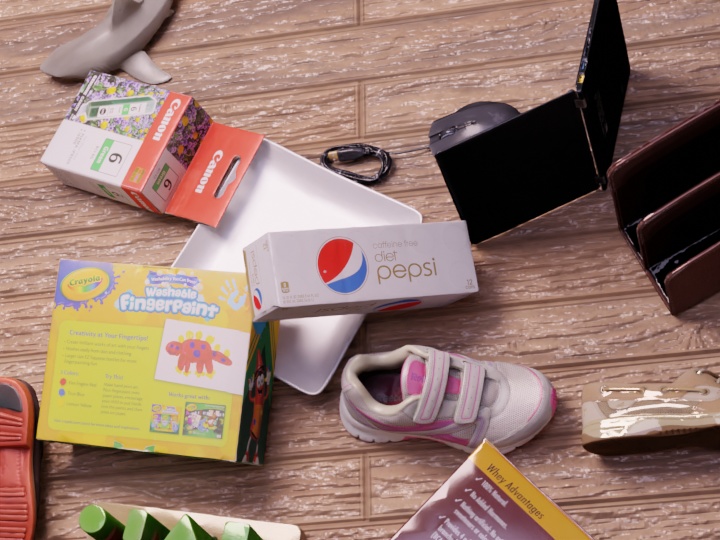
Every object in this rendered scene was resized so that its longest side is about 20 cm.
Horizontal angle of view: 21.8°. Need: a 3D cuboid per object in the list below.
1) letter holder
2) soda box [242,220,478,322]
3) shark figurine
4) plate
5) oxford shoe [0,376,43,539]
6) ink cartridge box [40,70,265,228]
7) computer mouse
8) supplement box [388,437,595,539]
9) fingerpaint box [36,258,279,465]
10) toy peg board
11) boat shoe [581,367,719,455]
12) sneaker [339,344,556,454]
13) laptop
[{"bbox_3d":[0.324,-0.074,1.600,0.199,0.142,0.101,-29,63,0],"label":"letter holder"},{"bbox_3d":[0.000,0.000,1.631,0.198,0.064,0.069,-4,79,-28],"label":"soda box"},{"bbox_3d":[-0.226,-0.278,1.865,0.127,0.090,0.216,23,76,21],"label":"shark figurine"},{"bbox_3d":[-0.067,-0.003,1.732,0.199,0.032,0.201,25,75,23],"label":"plate"},{"bbox_3d":[-0.314,0.199,1.692,0.070,0.073,0.202,5,87,13],"label":"oxford shoe"},{"bbox_3d":[-0.201,-0.118,1.789,0.199,0.050,0.110,17,72,33],"label":"ink cartridge box"},{"bbox_3d":[0.056,-0.122,1.751,0.198,0.034,0.059,-13,65,9],"label":"computer mouse"},{"bbox_3d":[0.110,0.287,1.502,0.200,0.133,0.197,-45,63,-7],"label":"supplement box"},{"bbox_3d":[-0.179,0.081,1.676,0.198,0.073,0.169,3,83,20],"label":"fingerpaint box"},{"bbox_3d":[-0.169,0.294,1.591,0.198,0.098,0.201,4,68,17],"label":"toy peg board"},{"bbox_3d":[0.283,0.112,1.569,0.198,0.071,0.065,-6,66,13],"label":"boat shoe"},{"bbox_3d":[0.069,0.110,1.615,0.198,0.088,0.082,-2,66,13],"label":"sneaker"},{"bbox_3d":[0.158,-0.143,1.647,0.115,0.187,0.202,8,69,17],"label":"laptop"}]
